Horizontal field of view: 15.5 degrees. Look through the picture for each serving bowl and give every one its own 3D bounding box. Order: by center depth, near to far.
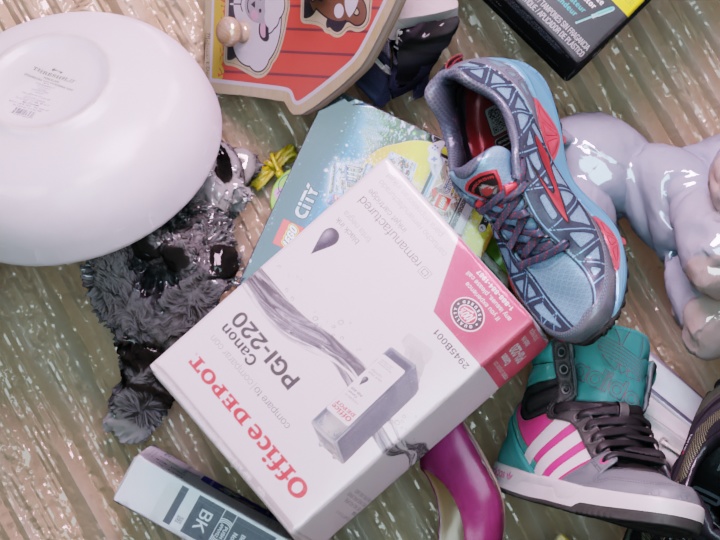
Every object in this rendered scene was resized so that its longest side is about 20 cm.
[{"bbox_3d":[-0.192,-0.098,1.685,0.200,0.066,0.200,-7,49,8],"label":"serving bowl"}]

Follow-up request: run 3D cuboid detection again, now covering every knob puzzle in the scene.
[{"bbox_3d":[-0.040,-0.198,1.686,0.030,0.219,0.220,-2,89,-42],"label":"knob puzzle"}]

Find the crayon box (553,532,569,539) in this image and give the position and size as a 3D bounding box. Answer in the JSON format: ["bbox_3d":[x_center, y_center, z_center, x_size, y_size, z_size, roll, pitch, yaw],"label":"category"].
[{"bbox_3d":[0.111,0.285,1.743,0.127,0.051,0.200,42,90,1],"label":"crayon box"}]

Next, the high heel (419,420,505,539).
[{"bbox_3d":[0.048,0.177,1.684,0.096,0.067,0.200,-21,92,-10],"label":"high heel"}]

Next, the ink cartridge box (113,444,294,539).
[{"bbox_3d":[-0.062,0.178,1.721,0.200,0.099,0.039,28,90,2],"label":"ink cartridge box"}]

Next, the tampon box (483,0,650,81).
[{"bbox_3d":[0.155,-0.248,1.712,0.150,0.126,0.200,44,90,1],"label":"tampon box"}]

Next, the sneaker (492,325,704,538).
[{"bbox_3d":[0.158,0.095,1.648,0.084,0.200,0.121,16,87,-29],"label":"sneaker"}]

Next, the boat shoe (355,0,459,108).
[{"bbox_3d":[-0.006,-0.198,1.742,0.075,0.093,0.200,-12,57,-24],"label":"boat shoe"}]

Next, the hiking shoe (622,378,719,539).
[{"bbox_3d":[0.207,0.163,1.660,0.076,0.101,0.200,20,104,6],"label":"hiking shoe"}]

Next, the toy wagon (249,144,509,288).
[{"bbox_3d":[0.003,0.000,1.753,0.155,0.040,0.200,-43,89,-1],"label":"toy wagon"}]

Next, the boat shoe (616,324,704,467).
[{"bbox_3d":[0.217,0.121,1.736,0.200,0.072,0.066,42,94,1],"label":"boat shoe"}]

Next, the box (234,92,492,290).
[{"bbox_3d":[0.000,0.000,1.715,0.136,0.038,0.200,25,89,1],"label":"box"}]

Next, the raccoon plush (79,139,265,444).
[{"bbox_3d":[-0.133,-0.002,1.750,0.097,0.134,0.200,26,125,-5],"label":"raccoon plush"}]

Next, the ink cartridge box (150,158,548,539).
[{"bbox_3d":[-0.007,0.052,1.641,0.200,0.085,0.146,-42,75,1],"label":"ink cartridge box"}]

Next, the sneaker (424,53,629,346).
[{"bbox_3d":[0.091,-0.042,1.630,0.079,0.095,0.200,-36,65,29],"label":"sneaker"}]

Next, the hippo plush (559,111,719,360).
[{"bbox_3d":[0.184,-0.052,1.684,0.161,0.159,0.200,14,78,7],"label":"hippo plush"}]
